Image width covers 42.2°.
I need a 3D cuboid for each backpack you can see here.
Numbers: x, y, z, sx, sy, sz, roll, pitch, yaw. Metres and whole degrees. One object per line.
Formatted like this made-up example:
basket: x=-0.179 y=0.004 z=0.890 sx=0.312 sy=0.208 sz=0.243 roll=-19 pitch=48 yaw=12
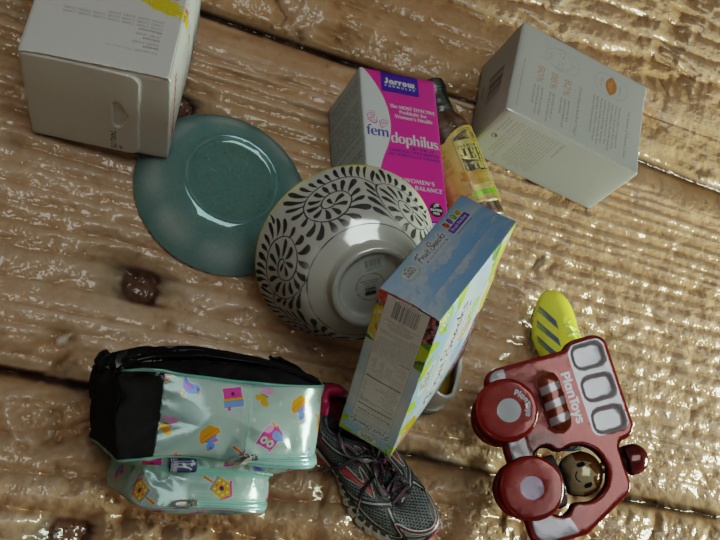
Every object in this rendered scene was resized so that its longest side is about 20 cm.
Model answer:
backpack: x=-0.136 y=0.144 z=0.856 sx=0.200 sy=0.176 sz=0.153 roll=0 pitch=85 yaw=-27

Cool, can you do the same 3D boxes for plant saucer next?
plant saucer: x=-0.147 y=-0.093 z=1.031 sx=0.201 sy=0.039 sz=0.201 roll=10 pitch=65 yaw=-21

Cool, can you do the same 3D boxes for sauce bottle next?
sauce bottle: x=0.118 y=-0.146 z=1.167 sx=0.065 sy=0.065 sz=0.200 roll=-13 pitch=75 yaw=-30

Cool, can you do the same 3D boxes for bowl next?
bowl: x=0.000 y=0.000 z=0.962 sx=0.201 sy=0.094 sz=0.201 roll=-8 pitch=116 yaw=-17

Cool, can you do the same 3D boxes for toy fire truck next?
toy fire truck: x=0.216 y=0.183 z=1.005 sx=0.168 sy=0.112 sz=0.200 roll=-16 pitch=75 yaw=0

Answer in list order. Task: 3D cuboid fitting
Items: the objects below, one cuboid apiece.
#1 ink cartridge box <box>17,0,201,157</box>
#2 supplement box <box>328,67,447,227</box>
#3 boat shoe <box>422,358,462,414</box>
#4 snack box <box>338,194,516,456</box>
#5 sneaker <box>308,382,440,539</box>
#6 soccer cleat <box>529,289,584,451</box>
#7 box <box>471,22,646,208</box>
ink cartridge box: x=-0.251 y=-0.247 z=0.970 sx=0.146 sy=0.147 sz=0.200 roll=10 pitch=63 yaw=-8
supplement box: x=0.029 y=-0.121 z=1.092 sx=0.101 sy=0.103 sz=0.200 roll=6 pitch=65 yaw=-22
boat shoe: x=0.093 y=0.060 z=1.061 sx=0.071 sy=0.070 sz=0.200 roll=20 pitch=61 yaw=-17
snack box: x=0.062 y=0.054 z=0.894 sx=0.068 sy=0.200 sz=0.169 roll=28 pitch=44 yaw=15
sneaker: x=0.007 y=0.201 z=0.956 sx=0.200 sy=0.075 sz=0.081 roll=46 pitch=57 yaw=-2
soccer cleat: x=0.249 y=0.113 z=1.105 sx=0.065 sy=0.084 sz=0.200 roll=10 pitch=65 yaw=-23
box: x=0.260 y=-0.202 z=1.235 sx=0.200 sy=0.106 sz=0.152 roll=24 pitch=60 yaw=-15
